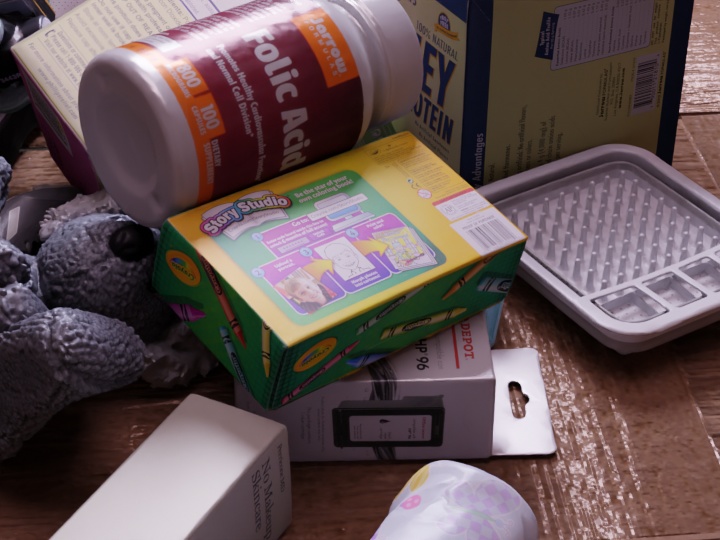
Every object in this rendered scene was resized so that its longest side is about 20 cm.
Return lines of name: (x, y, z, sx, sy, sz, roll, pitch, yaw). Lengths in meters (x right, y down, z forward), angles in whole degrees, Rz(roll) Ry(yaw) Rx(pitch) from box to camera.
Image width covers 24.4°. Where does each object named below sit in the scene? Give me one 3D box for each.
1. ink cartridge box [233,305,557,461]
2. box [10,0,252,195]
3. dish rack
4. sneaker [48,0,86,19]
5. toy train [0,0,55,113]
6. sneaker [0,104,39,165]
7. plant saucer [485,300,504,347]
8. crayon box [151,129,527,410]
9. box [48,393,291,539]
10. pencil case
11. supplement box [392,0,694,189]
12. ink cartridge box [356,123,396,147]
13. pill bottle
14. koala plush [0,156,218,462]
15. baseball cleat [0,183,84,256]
ink cartridge box: (0.022, 0.060, 1.062, 0.200, 0.068, 0.116, -1, 35, -2)
box: (-0.128, -0.138, 1.192, 0.200, 0.176, 0.097, -35, 74, -12)
dish rack: (0.187, -0.013, 1.186, 0.172, 0.044, 0.200, -20, 42, -26)
sneaker: (-0.228, -0.193, 1.266, 0.200, 0.099, 0.078, -23, 3, -1)
toy train: (-0.309, -0.160, 1.200, 0.200, 0.085, 0.114, -16, 56, 12)
sneaker: (-0.323, -0.139, 1.352, 0.121, 0.084, 0.200, 15, 37, 5)
plant saucer: (0.000, 0.000, 1.117, 0.200, 0.070, 0.019, 11, 9, -9)
crayon box: (-0.011, -0.006, 1.017, 0.200, 0.058, 0.119, -23, 55, -36)
box: (-0.115, 0.159, 0.907, 0.068, 0.082, 0.200, 16, 39, 23)
pencil case: (0.017, 0.183, 0.867, 0.091, 0.083, 0.200, 18, 39, 22)
supplement box: (0.130, -0.167, 1.278, 0.200, 0.200, 0.134, -16, 37, -22)
ink cartridge box: (-0.091, -0.089, 1.305, 0.200, 0.048, 0.146, -38, 45, -13)
pill bottle: (-0.065, -0.110, 1.049, 0.200, 0.114, 0.114, -26, 42, -33)
koala plush: (-0.190, 0.019, 1.053, 0.177, 0.184, 0.200, 50, 40, 11)
baseball cleat: (-0.255, 0.012, 1.153, 0.200, 0.070, 0.106, -31, 58, -30)
